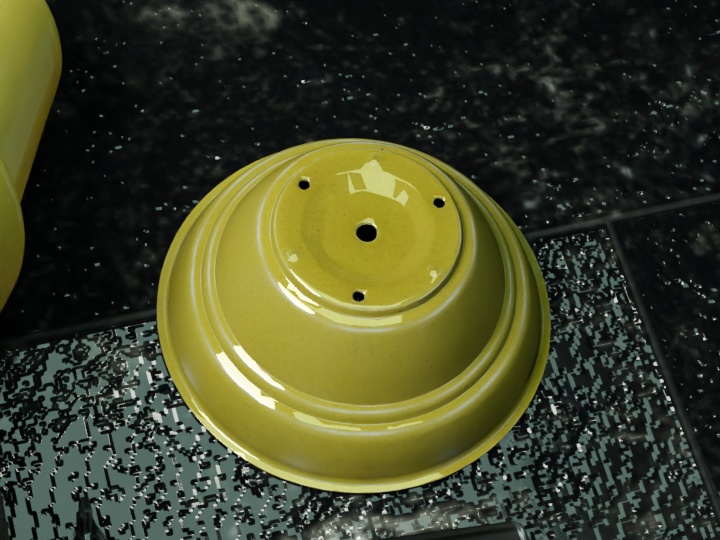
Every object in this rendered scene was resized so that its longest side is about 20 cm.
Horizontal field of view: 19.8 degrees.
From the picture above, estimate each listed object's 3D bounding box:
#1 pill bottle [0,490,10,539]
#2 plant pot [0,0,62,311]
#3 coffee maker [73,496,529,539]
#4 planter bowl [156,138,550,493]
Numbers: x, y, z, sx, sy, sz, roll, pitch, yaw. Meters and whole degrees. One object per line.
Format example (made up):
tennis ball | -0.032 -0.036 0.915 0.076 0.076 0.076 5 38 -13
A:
pill bottle | -0.208 0.094 0.860 0.115 0.200 0.116 3 60 -4
plant pot | -0.235 -0.064 0.963 0.200 0.201 0.189 19 46 6
coffee maker | -0.020 0.167 0.874 0.199 0.135 0.193 -4 60 -8
planter bowl | 0.000 0.000 1.001 0.199 0.084 0.201 2 60 -4
